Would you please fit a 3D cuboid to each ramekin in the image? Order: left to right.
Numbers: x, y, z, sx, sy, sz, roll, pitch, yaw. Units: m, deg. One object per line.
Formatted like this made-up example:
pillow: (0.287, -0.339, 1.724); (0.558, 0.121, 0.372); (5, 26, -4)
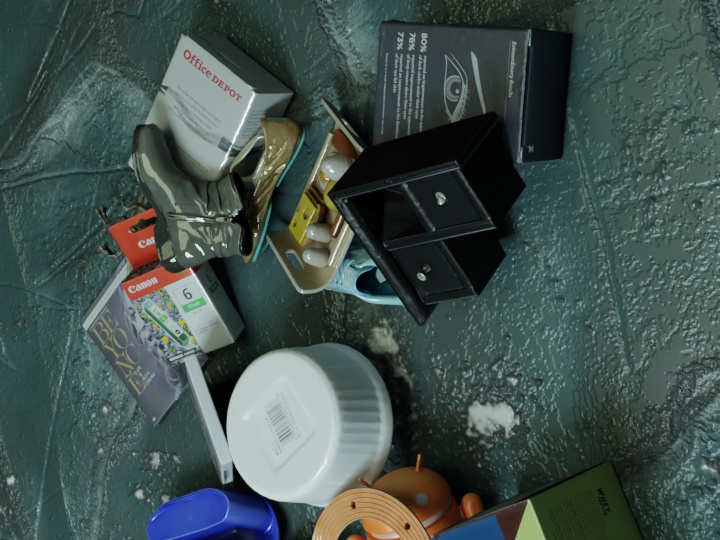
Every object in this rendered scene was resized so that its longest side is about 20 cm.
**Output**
ramekin: (-0.068, 0.185, 1.665); (0.200, 0.098, 0.201); (-5, 82, 37)

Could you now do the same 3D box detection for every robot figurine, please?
robot figurine: (0.069, 0.318, 1.630); (0.144, 0.117, 0.201); (-10, 107, 45)

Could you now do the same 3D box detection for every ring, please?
ring: (0.019, 0.345, 1.571); (0.200, 0.019, 0.201); (4, 95, 41)

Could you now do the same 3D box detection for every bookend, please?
bookend: (0.102, -0.051, 1.524); (0.198, 0.092, 0.200); (-10, 123, 45)

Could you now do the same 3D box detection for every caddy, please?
caddy: (-0.194, 0.370, 1.846); (0.200, 0.105, 0.142); (-23, 60, 35)

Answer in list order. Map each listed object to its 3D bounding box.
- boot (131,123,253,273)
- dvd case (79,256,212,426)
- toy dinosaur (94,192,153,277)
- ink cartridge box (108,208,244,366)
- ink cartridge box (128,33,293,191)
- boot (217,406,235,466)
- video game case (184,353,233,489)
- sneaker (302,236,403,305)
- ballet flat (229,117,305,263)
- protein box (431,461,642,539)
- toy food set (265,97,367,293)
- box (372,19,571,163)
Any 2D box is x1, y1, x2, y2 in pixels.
boot: (-0.203, -0.102, 1.734); (0.130, 0.068, 0.201); (-17, 87, 23)
dvd case: (-0.304, 0.096, 1.943); (0.200, 0.016, 0.149); (51, 120, 20)
toy dinosaur: (-0.321, -0.047, 1.910); (0.088, 0.047, 0.201); (11, 99, 22)
ink cartridge box: (-0.249, 0.019, 1.821); (0.109, 0.050, 0.200); (-21, 108, 24)
ink cartridge box: (-0.196, -0.185, 1.795); (0.145, 0.084, 0.200); (40, 117, 25)
boot: (-0.085, 0.220, 1.770); (0.200, 0.066, 0.165); (-26, 68, 28)
video game case: (-0.194, 0.199, 1.788); (0.200, 0.018, 0.144); (105, 145, -71)
sneaker: (0.000, 0.000, 1.682); (0.199, 0.082, 0.074); (6, 97, 34)
ballet flat: (-0.135, -0.107, 1.753); (0.068, 0.072, 0.200); (-105, 35, -62)
protein box: (0.212, 0.337, 1.499); (0.135, 0.200, 0.199); (-27, 80, 34)
toy food set: (-0.054, -0.091, 1.685); (0.200, 0.060, 0.144); (-65, 33, 21)
box: (0.124, -0.202, 1.560); (0.199, 0.104, 0.149); (11, 102, 33)
